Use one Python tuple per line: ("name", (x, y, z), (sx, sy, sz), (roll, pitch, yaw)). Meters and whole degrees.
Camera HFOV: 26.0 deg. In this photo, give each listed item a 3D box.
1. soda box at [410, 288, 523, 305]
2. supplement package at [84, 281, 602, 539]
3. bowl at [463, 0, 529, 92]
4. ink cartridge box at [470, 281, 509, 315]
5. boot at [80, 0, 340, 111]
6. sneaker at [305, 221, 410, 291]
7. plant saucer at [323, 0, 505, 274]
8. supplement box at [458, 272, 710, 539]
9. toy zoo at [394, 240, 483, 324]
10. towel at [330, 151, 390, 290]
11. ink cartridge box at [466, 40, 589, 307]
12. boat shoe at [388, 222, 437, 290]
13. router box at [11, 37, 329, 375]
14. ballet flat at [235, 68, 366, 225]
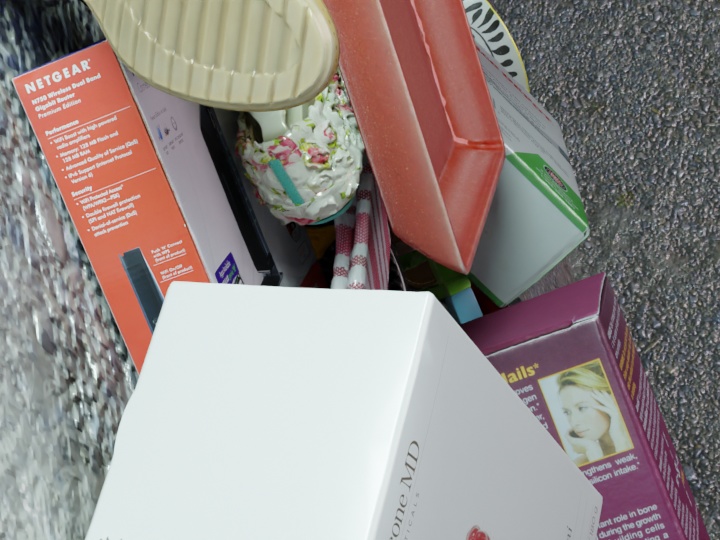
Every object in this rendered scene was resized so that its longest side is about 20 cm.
("soda box", (0.115, 0.067, 1.256), (0.200, 0.070, 0.064), (47, -18, 51))
("supplement package", (0.003, 0.104, 0.620), (0.200, 0.119, 0.122), (47, 52, -51))
("bowl", (0.025, -0.143, 1.216), (0.094, 0.200, 0.202), (-42, 122, -29))
("ink cartridge box", (0.096, 0.097, 1.121), (0.163, 0.057, 0.200), (58, -8, 19))
("boot", (-0.061, -0.126, 0.655), (0.166, 0.199, 0.073), (-14, 128, -61))
("sneaker", (0.000, 0.000, 1.012), (0.090, 0.069, 0.202), (37, 33, -64))
("plant saucer", (0.022, -0.119, 0.792), (0.200, 0.036, 0.201), (-62, 137, -65))
("supplement box", (0.109, 0.123, 0.858), (0.103, 0.130, 0.202), (-46, 116, -72))
("toy zoo", (0.064, 0.073, 1.106), (0.201, 0.020, 0.131), (67, -24, -1))
("towel", (-0.006, 0.031, 0.839), (0.147, 0.030, 0.202), (83, 10, -63))
("ink cartridge box", (0.070, -0.086, 1.058), (0.146, 0.083, 0.200), (42, 19, -15))
("boat shoe", (0.004, -0.062, 1.149), (0.201, 0.072, 0.068), (55, 15, -16))
("router box", (-0.080, -0.031, 0.747), (0.200, 0.048, 0.181), (-67, 137, -73))
("ballet flat", (-0.036, -0.111, 0.783), (0.064, 0.075, 0.201), (47, 23, -45))
